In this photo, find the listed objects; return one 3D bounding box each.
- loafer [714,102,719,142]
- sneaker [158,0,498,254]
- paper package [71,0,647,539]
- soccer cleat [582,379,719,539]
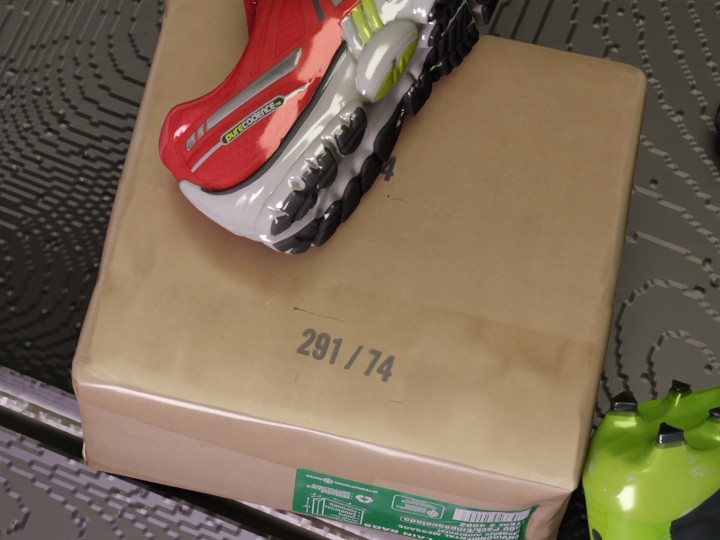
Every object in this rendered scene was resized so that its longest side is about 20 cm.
[{"bbox_3d":[0.248,-0.086,0.956,0.199,0.072,0.073,-14,71,-6],"label":"loafer"},{"bbox_3d":[-0.004,-0.104,0.848,0.085,0.077,0.200,31,71,16],"label":"sneaker"},{"bbox_3d":[0.000,0.000,0.901,0.199,0.104,0.192,12,69,3],"label":"paper package"},{"bbox_3d":[0.174,0.075,0.900,0.199,0.082,0.068,-11,29,-24],"label":"soccer cleat"}]
